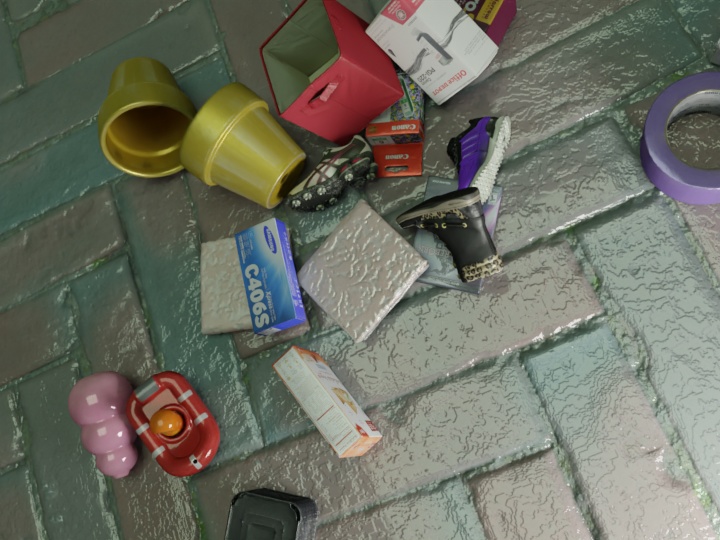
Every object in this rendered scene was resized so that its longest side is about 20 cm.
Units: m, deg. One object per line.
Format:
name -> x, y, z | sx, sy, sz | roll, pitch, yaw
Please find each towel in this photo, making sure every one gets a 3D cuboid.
towel -> -0.222, 0.022, 1.371 | 0.198, 0.032, 0.193 | -9, 75, 15
towel -> 0.000, 0.000, 1.290 | 0.191, 0.032, 0.200 | 44, 96, 24

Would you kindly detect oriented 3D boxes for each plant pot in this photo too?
plant pot -> -0.214, -0.228, 1.349 | 0.188, 0.201, 0.202 | 36, 90, 6
plant pot -> -0.438, -0.329, 1.433 | 0.199, 0.201, 0.190 | -26, 56, 10

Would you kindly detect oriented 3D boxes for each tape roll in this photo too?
tape roll -> 0.571, -0.217, 1.153 | 0.198, 0.085, 0.203 | -3, 78, 16

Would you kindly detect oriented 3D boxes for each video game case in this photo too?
video game case -> 0.171, -0.068, 1.278 | 0.141, 0.019, 0.202 | 11, 80, 19

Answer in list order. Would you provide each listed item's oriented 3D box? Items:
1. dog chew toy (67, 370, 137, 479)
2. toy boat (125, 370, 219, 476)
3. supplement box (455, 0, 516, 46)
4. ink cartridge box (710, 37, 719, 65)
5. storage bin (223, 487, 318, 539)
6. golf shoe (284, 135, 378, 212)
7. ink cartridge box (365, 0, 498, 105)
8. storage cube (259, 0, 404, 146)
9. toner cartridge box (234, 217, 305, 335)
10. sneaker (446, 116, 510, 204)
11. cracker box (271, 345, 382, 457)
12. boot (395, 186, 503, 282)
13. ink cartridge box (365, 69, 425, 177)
dog chew toy -> -0.488, 0.301, 1.348 | 0.123, 0.124, 0.202 | -20, 81, 12
toy boat -> -0.350, 0.284, 1.283 | 0.130, 0.131, 0.201 | -38, 82, -7
supplement box -> 0.178, -0.495, 1.326 | 0.199, 0.103, 0.132 | 27, 85, 20
ink cartridge box -> 0.702, -0.430, 1.160 | 0.144, 0.087, 0.201 | 26, 85, 21
storage bin -> -0.163, 0.494, 1.214 | 0.134, 0.094, 0.202 | 6, 79, 18
golf shoe -> -0.060, -0.181, 1.346 | 0.198, 0.077, 0.089 | -26, 60, 16
ink cartridge box -> 0.126, -0.415, 1.253 | 0.200, 0.145, 0.085 | 40, 69, -13
storage cube -> -0.054, -0.371, 1.292 | 0.170, 0.179, 0.202 | -36, 57, 30
toner cartridge box -> -0.172, 0.012, 1.314 | 0.094, 0.043, 0.202 | -20, 72, 17
sneaker -> 0.198, -0.197, 1.266 | 0.099, 0.070, 0.202 | 14, 65, 29
cracker box -> -0.056, 0.230, 1.219 | 0.058, 0.134, 0.200 | -41, 70, 4
boot -> 0.156, -0.055, 1.218 | 0.199, 0.073, 0.152 | -14, 105, 51
ink cartridge box -> 0.067, -0.284, 1.340 | 0.108, 0.050, 0.203 | -1, 77, 17
